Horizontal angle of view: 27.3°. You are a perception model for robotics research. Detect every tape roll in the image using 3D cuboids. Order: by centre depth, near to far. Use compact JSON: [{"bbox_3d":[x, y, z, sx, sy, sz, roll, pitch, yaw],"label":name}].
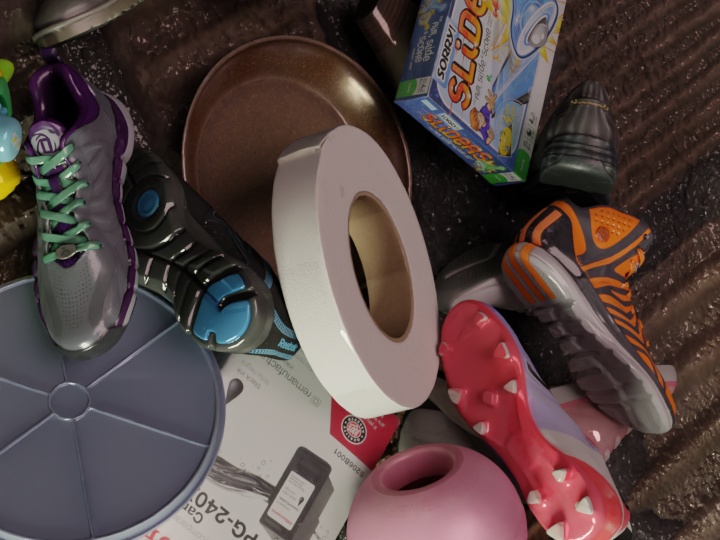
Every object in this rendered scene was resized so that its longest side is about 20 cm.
[{"bbox_3d":[0.000,0.000,1.026,0.203,0.037,0.204,47,35,-49],"label":"tape roll"}]

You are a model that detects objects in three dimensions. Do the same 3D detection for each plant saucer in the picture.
[{"bbox_3d":[-0.052,-0.072,1.105,0.199,0.037,0.202,5,80,-34],"label":"plant saucer"}]

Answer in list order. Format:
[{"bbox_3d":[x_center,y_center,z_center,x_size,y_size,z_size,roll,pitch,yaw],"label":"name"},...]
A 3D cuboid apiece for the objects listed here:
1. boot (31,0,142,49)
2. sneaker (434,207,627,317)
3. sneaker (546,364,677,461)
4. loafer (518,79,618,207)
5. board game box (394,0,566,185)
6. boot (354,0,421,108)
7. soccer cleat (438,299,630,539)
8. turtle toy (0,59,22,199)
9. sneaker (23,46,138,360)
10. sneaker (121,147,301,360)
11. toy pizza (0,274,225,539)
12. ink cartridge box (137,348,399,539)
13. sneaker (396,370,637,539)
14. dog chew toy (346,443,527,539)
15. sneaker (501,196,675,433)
[{"bbox_3d":[-0.206,-0.270,1.006,0.201,0.072,0.182,60,44,-20],"label":"boot"},{"bbox_3d":[0.146,0.009,1.210,0.199,0.070,0.081,-19,111,-30],"label":"sneaker"},{"bbox_3d":[0.179,0.140,1.209,0.199,0.075,0.106,-11,85,-27],"label":"sneaker"},{"bbox_3d":[0.170,-0.091,1.167,0.072,0.200,0.073,12,82,-2],"label":"loafer"},{"bbox_3d":[0.100,-0.186,1.152,0.135,0.034,0.201,34,63,-42],"label":"board game box"},{"bbox_3d":[0.074,-0.211,1.198,0.146,0.070,0.201,40,64,-30],"label":"boot"},{"bbox_3d":[0.122,0.109,1.058,0.076,0.067,0.201,14,39,-54],"label":"soccer cleat"},{"bbox_3d":[-0.292,-0.086,0.904,0.200,0.101,0.146,-35,103,-32],"label":"turtle toy"},{"bbox_3d":[-0.192,-0.043,0.948,0.088,0.074,0.201,52,27,-55],"label":"sneaker"},{"bbox_3d":[-0.112,-0.006,0.994,0.073,0.200,0.082,-48,145,11],"label":"sneaker"},{"bbox_3d":[-0.186,0.090,0.949,0.198,0.032,0.202,5,57,-8],"label":"toy pizza"},{"bbox_3d":[-0.085,0.147,1.024,0.145,0.083,0.201,42,62,-23],"label":"ink cartridge box"},{"bbox_3d":[0.118,0.153,1.118,0.199,0.074,0.080,31,92,3],"label":"sneaker"},{"bbox_3d":[0.065,0.223,1.024,0.124,0.124,0.201,-30,114,-33],"label":"dog chew toy"},{"bbox_3d":[0.203,0.026,1.154,0.112,0.077,0.201,-47,111,-29],"label":"sneaker"}]
